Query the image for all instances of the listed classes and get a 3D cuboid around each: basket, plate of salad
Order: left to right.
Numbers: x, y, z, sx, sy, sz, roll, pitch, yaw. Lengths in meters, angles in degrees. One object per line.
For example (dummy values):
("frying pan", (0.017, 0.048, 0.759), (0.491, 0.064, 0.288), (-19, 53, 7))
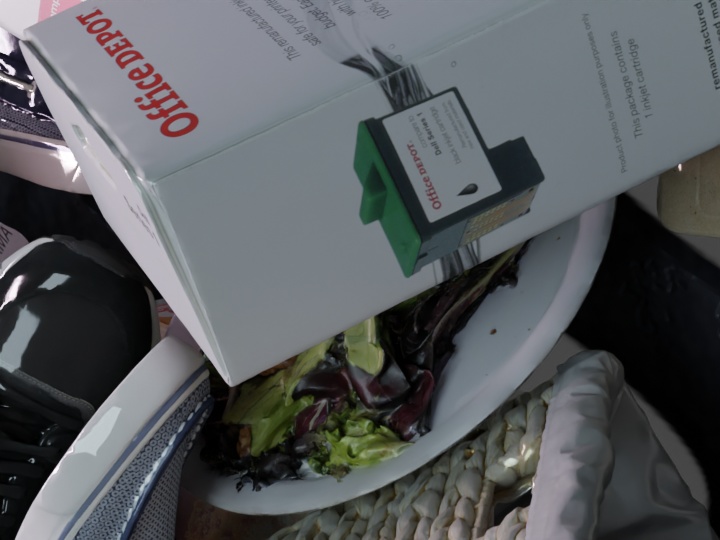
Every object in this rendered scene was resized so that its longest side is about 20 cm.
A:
("plate of salad", (0.000, 0.000, 0.847), (0.200, 0.048, 0.200), (-25, 38, 21))
("basket", (0.056, 0.166, 0.748), (0.161, 0.198, 0.200), (-29, 101, 15))

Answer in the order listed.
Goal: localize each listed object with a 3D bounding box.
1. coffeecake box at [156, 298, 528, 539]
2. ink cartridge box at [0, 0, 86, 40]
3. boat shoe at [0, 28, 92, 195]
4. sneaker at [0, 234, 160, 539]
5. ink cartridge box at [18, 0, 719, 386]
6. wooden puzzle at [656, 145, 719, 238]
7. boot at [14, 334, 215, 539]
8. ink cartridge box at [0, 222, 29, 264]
("coffeecake box", (-0.011, 0.108, 0.924), (0.200, 0.073, 0.154), (19, 108, 35))
("ink cartridge box", (-0.106, -0.153, 0.913), (0.200, 0.146, 0.085), (28, 119, 31))
("boat shoe", (-0.112, -0.084, 0.967), (0.200, 0.075, 0.093), (12, 104, 43))
("sneaker", (-0.133, 0.081, 0.858), (0.076, 0.088, 0.200), (25, 121, -11))
("ink cartridge box", (0.007, -0.064, 0.775), (0.146, 0.200, 0.084), (48, 161, 57))
("wooden puzzle", (0.186, -0.098, 0.764), (0.200, 0.046, 0.186), (8, 101, 42))
("boot", (-0.078, 0.118, 0.825), (0.090, 0.073, 0.200), (35, 122, 6))
("ink cartridge box", (-0.211, 0.014, 0.904), (0.162, 0.057, 0.200), (-28, 110, 21))
